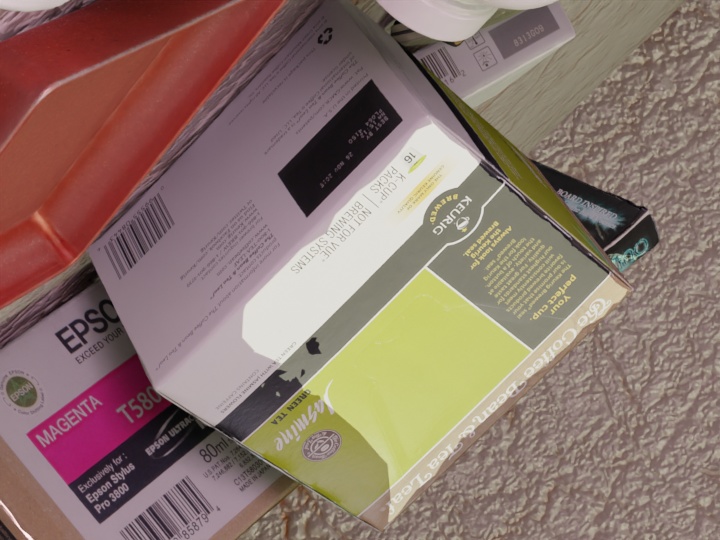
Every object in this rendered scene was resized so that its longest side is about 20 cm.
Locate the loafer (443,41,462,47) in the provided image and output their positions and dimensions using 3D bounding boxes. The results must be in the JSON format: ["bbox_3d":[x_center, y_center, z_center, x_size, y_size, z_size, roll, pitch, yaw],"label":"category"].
[{"bbox_3d":[0.071,-0.191,1.073,0.073,0.072,0.200,-38,171,-45],"label":"loafer"}]

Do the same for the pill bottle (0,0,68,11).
[{"bbox_3d":[-0.028,-0.146,0.407,0.200,0.111,0.111,-46,175,27],"label":"pill bottle"}]

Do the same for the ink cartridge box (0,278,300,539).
[{"bbox_3d":[-0.143,0.106,1.231,0.075,0.165,0.200,-40,180,41],"label":"ink cartridge box"}]

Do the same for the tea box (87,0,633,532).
[{"bbox_3d":[0.000,0.000,1.207,0.200,0.134,0.197,-44,131,9],"label":"tea box"}]

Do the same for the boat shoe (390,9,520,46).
[{"bbox_3d":[0.101,-0.197,1.357,0.199,0.063,0.075,-30,177,16],"label":"boat shoe"}]

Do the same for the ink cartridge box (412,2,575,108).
[{"bbox_3d":[0.037,-0.115,1.530,0.160,0.047,0.200,-31,-179,-25],"label":"ink cartridge box"}]

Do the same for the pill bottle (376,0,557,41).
[{"bbox_3d":[0.077,-0.186,0.935,0.200,0.111,0.111,-49,173,39],"label":"pill bottle"}]

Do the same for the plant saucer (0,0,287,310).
[{"bbox_3d":[-0.129,-0.043,0.886,0.200,0.037,0.200,-47,174,33],"label":"plant saucer"}]

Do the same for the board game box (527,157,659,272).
[{"bbox_3d":[0.067,-0.020,1.368,0.135,0.200,0.028,-36,128,-21],"label":"board game box"}]
